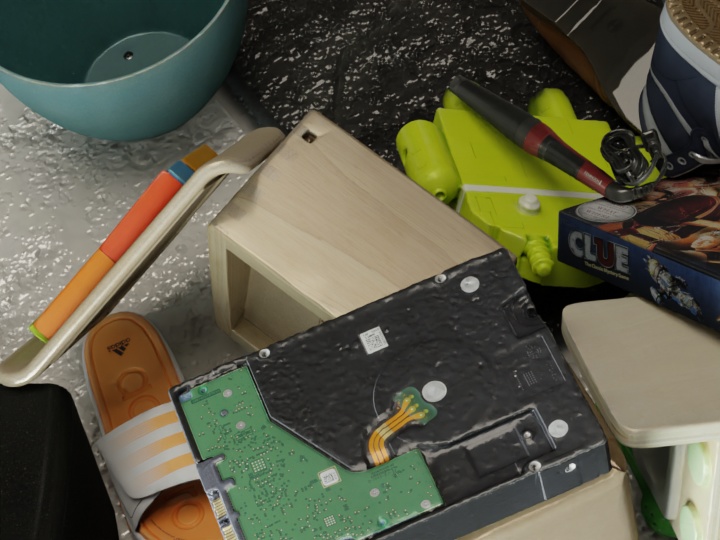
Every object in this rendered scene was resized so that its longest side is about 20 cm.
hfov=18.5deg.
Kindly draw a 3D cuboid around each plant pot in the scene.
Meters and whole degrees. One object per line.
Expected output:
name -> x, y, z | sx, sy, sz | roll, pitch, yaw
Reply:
plant pot -> -0.165, -0.168, 1.534 | 0.199, 0.135, 0.201 | -5, 57, 8
plant pot -> -0.237, 0.177, 1.304 | 0.199, 0.200, 0.178 | -1, 45, 11

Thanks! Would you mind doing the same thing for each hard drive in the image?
hard drive -> 0.014, 0.084, 1.154 | 0.200, 0.038, 0.140 | -23, 54, -5

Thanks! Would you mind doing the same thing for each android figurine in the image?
android figurine -> 0.115, -0.055, 1.417 | 0.181, 0.041, 0.200 | 5, 35, -14

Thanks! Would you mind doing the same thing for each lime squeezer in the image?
lime squeezer -> 0.215, 0.142, 1.324 | 0.200, 0.038, 0.071 | 21, 33, 24

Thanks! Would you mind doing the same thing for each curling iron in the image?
curling iron -> 0.120, -0.086, 1.381 | 0.050, 0.026, 0.200 | -37, 36, -19

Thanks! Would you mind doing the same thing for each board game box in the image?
board game box -> 0.230, -0.008, 1.280 | 0.135, 0.035, 0.200 | -17, 27, -34

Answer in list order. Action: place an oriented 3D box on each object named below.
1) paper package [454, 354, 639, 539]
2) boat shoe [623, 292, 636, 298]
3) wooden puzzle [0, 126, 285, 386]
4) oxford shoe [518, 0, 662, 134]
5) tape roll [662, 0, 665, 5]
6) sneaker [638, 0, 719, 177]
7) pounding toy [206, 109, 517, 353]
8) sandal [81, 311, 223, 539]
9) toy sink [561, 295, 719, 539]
paper package -> 0.058, 0.154, 1.241 | 0.190, 0.200, 0.104 | -21, 55, -2
boat shoe -> 0.250, 0.001, 1.390 | 0.200, 0.070, 0.072 | -19, 31, 1
wooden puzzle -> -0.137, -0.017, 1.360 | 0.200, 0.185, 0.037 | -43, 93, 10
oxford shoe -> 0.181, -0.141, 1.486 | 0.071, 0.071, 0.200 | -37, 62, -4
tape roll -> 0.256, -0.170, 1.412 | 0.071, 0.203, 0.203 | -25, 56, -5
sneaker -> 0.239, -0.071, 1.309 | 0.070, 0.109, 0.200 | -22, 62, -26
pounding toy -> 0.000, 0.000, 1.381 | 0.184, 0.200, 0.142 | 36, 70, 13
sandal -> -0.136, 0.098, 1.401 | 0.079, 0.059, 0.207 | -27, 56, -6
toy sink -> 0.221, 0.091, 1.261 | 0.199, 0.112, 0.130 | -5, 32, -11
